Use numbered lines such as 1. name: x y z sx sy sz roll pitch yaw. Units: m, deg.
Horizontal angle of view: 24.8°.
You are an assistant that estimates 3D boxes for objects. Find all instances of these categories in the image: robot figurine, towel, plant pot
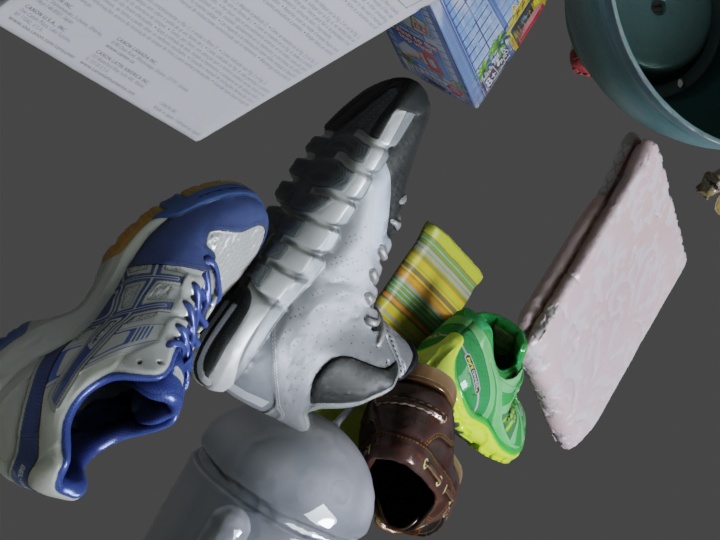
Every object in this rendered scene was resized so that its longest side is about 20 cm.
1. robot figurine: -0.066 0.162 0.965 0.201 0.113 0.170 -60 170 5
2. towel: 0.182 0.020 1.241 0.192 0.032 0.200 -58 151 -16
3. towel: 0.004 0.063 1.070 0.200 0.018 0.086 -54 145 -5
4. plant pot: 0.203 -0.166 0.978 0.199 0.134 0.202 0 90 -21

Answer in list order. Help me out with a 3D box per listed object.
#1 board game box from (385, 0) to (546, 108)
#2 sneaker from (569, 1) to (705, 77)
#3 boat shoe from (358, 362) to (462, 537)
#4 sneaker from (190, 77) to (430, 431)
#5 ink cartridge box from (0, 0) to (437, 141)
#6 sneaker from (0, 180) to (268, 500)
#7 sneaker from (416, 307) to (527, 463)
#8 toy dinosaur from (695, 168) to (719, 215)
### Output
1. board game box: 0.055 -0.214 0.846 0.201 0.062 0.200 -58 150 1
2. sneaker: 0.211 -0.188 1.093 0.200 0.078 0.083 -35 116 -26
3. boat shoe: 0.027 0.132 1.050 0.200 0.070 0.071 81 19 -59
4. sneaker: 0.000 0.000 0.905 0.115 0.075 0.200 35 91 -23
5. ink cartridge box: -0.040 -0.142 0.700 0.199 0.050 0.161 -30 153 17
6. sneaker: -0.105 0.038 0.825 0.200 0.088 0.075 -45 145 -22
7. sneaker: 0.088 0.077 1.120 0.084 0.074 0.200 -51 160 -2
8. toy dinosaur: 0.345 -0.082 1.392 0.199 0.058 0.101 14 121 -49
